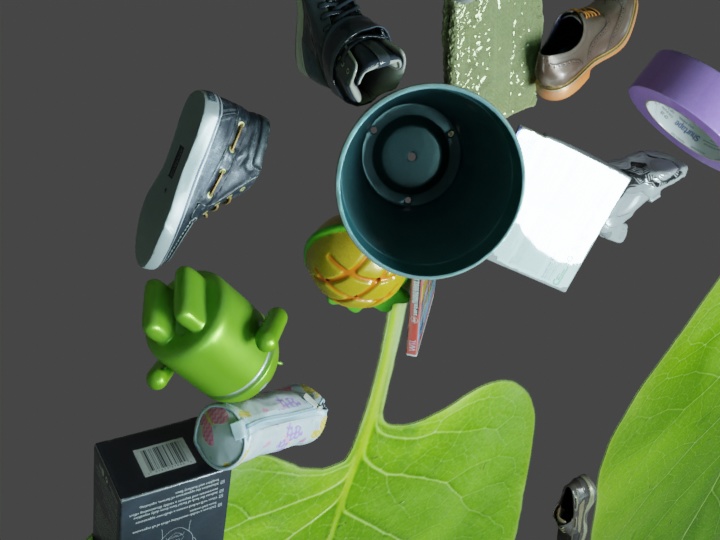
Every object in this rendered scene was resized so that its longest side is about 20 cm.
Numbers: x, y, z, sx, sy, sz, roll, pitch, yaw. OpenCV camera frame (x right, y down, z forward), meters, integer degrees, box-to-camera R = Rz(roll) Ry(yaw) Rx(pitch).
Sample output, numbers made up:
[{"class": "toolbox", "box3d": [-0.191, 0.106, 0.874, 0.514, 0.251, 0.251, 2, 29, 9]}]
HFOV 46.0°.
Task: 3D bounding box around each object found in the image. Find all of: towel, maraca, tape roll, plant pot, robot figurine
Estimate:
[{"class": "towel", "box3d": [0.162, -0.267, 1.051, 0.147, 0.037, 0.202, -26, 134, -19]}, {"class": "maraca", "box3d": [0.000, 0.000, 1.074, 0.135, 0.108, 0.201, 2, 148, 11]}, {"class": "tape roll", "box3d": [0.481, -0.224, 1.209, 0.066, 0.200, 0.199, -51, 137, 6]}, {"class": "plant pot", "box3d": [0.066, -0.116, 0.954, 0.196, 0.188, 0.204, -1, 108, -4]}, {"class": "robot figurine", "box3d": [-0.171, 0.079, 0.994, 0.173, 0.117, 0.200, -22, 141, 15]}]

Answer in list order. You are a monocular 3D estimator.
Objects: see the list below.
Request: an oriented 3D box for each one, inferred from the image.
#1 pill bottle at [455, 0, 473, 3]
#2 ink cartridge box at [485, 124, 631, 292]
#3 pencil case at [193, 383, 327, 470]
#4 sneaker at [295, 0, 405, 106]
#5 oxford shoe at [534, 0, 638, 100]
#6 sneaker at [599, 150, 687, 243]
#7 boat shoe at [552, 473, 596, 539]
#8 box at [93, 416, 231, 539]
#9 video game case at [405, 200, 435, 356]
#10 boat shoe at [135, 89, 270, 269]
[{"class": "pill bottle", "box3d": [0.158, -0.386, 0.902, 0.199, 0.111, 0.111, -38, 137, -7]}, {"class": "ink cartridge box", "box3d": [0.262, -0.091, 1.236, 0.198, 0.041, 0.202, 21, 109, -18]}, {"class": "pencil case", "box3d": [-0.124, 0.199, 1.100, 0.199, 0.089, 0.085, -1, 87, -60]}, {"class": "sneaker", "box3d": [-0.014, -0.263, 0.839, 0.076, 0.146, 0.205, -22, 131, -20]}, {"class": "oxford shoe", "box3d": [0.290, -0.305, 1.074, 0.201, 0.071, 0.073, -51, 143, -20]}, {"class": "sneaker", "box3d": [0.422, -0.116, 1.340, 0.197, 0.075, 0.116, -15, 130, -22]}, {"class": "boat shoe", "box3d": [0.456, 0.536, 1.868, 0.072, 0.075, 0.203, -4, 115, -23]}, {"class": "box", "box3d": [-0.262, 0.314, 1.108, 0.147, 0.107, 0.203, -10, 126, -32]}, {"class": "video game case", "box3d": [0.087, -0.007, 1.133, 0.017, 0.144, 0.202, 9, 127, 10]}, {"class": "boat shoe", "box3d": [-0.167, -0.085, 0.906, 0.090, 0.071, 0.202, 14, 110, -38]}]
